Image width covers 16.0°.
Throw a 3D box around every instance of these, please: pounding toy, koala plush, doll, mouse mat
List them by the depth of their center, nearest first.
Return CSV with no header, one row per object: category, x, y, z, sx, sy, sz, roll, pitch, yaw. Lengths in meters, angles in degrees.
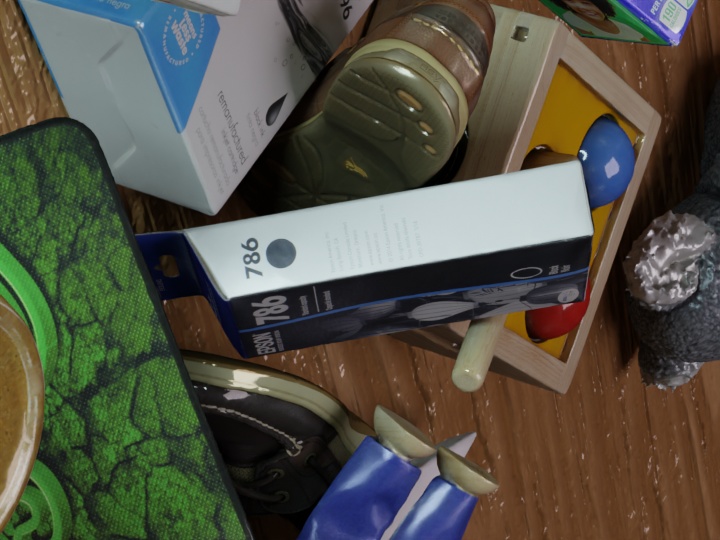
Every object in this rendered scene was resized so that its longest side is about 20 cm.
mouse mat,-0.135,0.059,0.942,0.160,0.008,0.201,-23,93,-23
doll,-0.011,0.169,1.195,0.136,0.048,0.201,32,93,-25
pounding toy,0.063,-0.026,1.264,0.200,0.141,0.185,30,78,-61
koala plush,0.242,-0.018,1.601,0.200,0.184,0.178,-42,156,-10

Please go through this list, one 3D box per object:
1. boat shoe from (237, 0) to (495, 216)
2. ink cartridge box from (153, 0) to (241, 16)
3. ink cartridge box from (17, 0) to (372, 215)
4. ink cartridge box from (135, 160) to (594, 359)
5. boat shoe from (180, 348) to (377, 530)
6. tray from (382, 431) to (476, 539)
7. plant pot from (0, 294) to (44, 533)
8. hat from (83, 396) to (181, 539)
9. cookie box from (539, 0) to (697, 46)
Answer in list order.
boat shoe,0.007,-0.062,1.131,0.068,0.072,0.200,-53,-174,-28
ink cartridge box,-0.138,-0.154,0.844,0.200,0.147,0.086,9,99,-62
ink cartridge box,-0.049,-0.139,1.086,0.201,0.067,0.116,-56,147,-28
ink cartridge box,0.000,0.000,1.106,0.100,0.198,0.040,79,3,-73
boat shoe,-0.041,0.086,1.216,0.200,0.073,0.065,35,70,-60
tray,0.009,0.134,1.318,0.108,0.022,0.200,-59,170,9
plant pot,-0.200,0.024,0.773,0.186,0.199,0.188,-32,130,-47
hat,-0.163,0.122,1.031,0.175,0.166,0.200,-32,162,-5
cookie box,0.101,-0.231,1.227,0.200,0.075,0.172,33,75,-37
